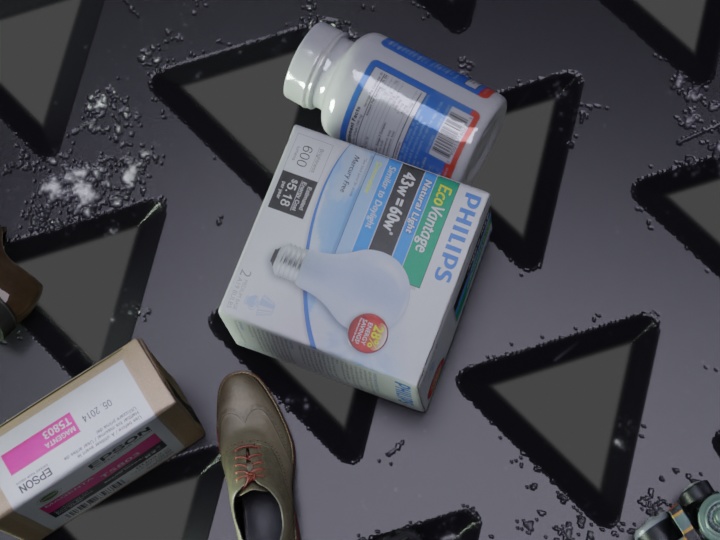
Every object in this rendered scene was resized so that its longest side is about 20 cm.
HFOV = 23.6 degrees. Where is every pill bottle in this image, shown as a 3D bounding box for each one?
[{"bbox_3d":[0.031,-0.160,1.664,0.199,0.112,0.113,29,79,11],"label":"pill bottle"}]

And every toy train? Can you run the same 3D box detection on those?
[{"bbox_3d":[0.328,0.289,1.542,0.114,0.085,0.201,-33,67,4],"label":"toy train"}]

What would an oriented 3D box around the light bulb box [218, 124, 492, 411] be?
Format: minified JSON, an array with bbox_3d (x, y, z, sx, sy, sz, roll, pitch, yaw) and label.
[{"bbox_3d":[0.000,0.000,1.618,0.199,0.125,0.200,19,78,9],"label":"light bulb box"}]

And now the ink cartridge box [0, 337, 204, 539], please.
[{"bbox_3d":[-0.252,0.160,1.574,0.199,0.165,0.075,-32,76,-4],"label":"ink cartridge box"}]

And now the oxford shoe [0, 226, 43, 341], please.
[{"bbox_3d":[-0.390,-0.022,1.686,0.200,0.073,0.084,41,65,10],"label":"oxford shoe"}]

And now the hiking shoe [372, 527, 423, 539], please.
[{"bbox_3d":[-0.002,0.324,1.572,0.200,0.076,0.101,-45,86,2],"label":"hiking shoe"}]

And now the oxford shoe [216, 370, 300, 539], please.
[{"bbox_3d":[-0.094,0.186,1.603,0.070,0.075,0.202,-15,75,1],"label":"oxford shoe"}]
